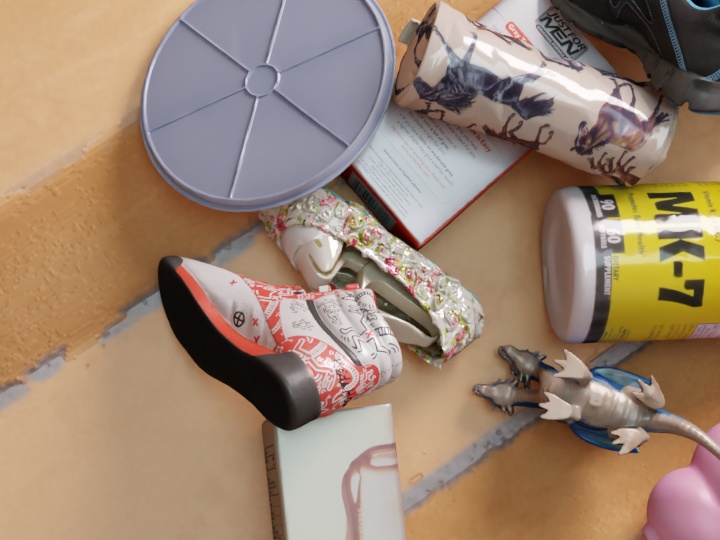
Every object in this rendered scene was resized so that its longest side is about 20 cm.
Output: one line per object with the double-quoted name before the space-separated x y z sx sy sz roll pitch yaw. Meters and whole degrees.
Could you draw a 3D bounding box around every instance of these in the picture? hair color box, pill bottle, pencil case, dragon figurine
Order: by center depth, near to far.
"pencil case" 0.121 -0.125 1.234 0.199 0.090 0.078 19 110 -5
"dragon figurine" 0.178 0.098 1.248 0.199 0.099 0.059 17 88 8
"pill bottle" 0.240 -0.008 1.273 0.199 0.114 0.115 -3 82 -7
"hair color box" 0.081 -0.114 1.296 0.200 0.061 0.102 -40 89 -10

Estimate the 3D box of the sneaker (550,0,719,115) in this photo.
"sneaker" 0.208 -0.190 1.241 0.073 0.200 0.082 -2 125 -41

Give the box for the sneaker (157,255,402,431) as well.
"sneaker" -0.055 0.037 1.226 0.108 0.201 0.068 -21 126 -27

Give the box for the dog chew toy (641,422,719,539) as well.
"dog chew toy" 0.295 0.151 1.257 0.199 0.125 0.125 -27 85 -1

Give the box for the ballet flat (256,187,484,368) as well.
"ballet flat" 0.000 0.000 1.260 0.199 0.076 0.064 32 51 0

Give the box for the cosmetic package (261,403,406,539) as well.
"cosmetic package" -0.014 0.199 1.219 0.087 0.103 0.201 -6 84 -8

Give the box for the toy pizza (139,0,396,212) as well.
"toy pizza" -0.066 -0.131 1.269 0.199 0.032 0.201 -8 65 17
